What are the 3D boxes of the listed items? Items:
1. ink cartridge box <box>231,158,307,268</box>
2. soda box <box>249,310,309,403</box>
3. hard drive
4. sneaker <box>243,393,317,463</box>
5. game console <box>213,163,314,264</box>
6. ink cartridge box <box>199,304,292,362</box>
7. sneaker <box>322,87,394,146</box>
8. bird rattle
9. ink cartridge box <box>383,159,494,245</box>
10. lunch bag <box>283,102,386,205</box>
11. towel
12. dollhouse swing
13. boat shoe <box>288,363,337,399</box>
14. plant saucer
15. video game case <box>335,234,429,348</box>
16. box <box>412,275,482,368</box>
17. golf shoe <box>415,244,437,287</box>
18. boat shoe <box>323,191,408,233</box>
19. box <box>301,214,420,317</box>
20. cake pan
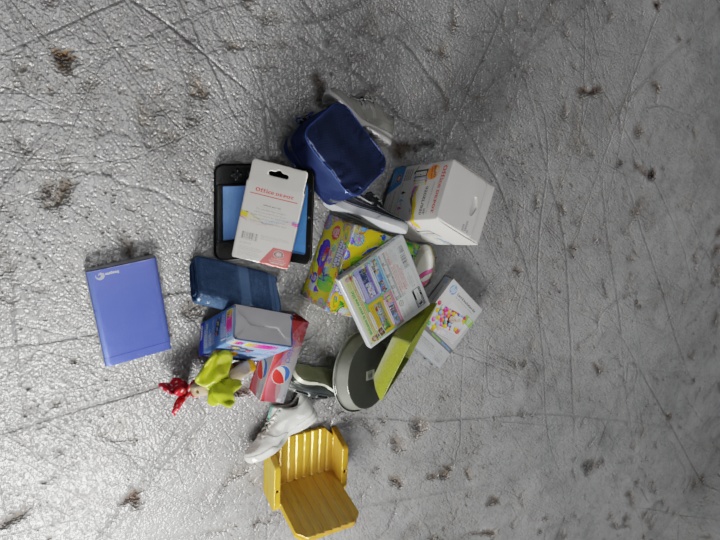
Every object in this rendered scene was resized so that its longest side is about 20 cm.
[{"bbox_3d":[-0.176,-0.116,1.288,0.116,0.068,0.200,14,106,-5],"label":"ink cartridge box"},{"bbox_3d":[-0.185,0.193,1.466,0.063,0.070,0.200,13,98,-34],"label":"soda box"},{"bbox_3d":[-0.456,0.079,1.285,0.132,0.025,0.200,-15,112,-28],"label":"hard drive"},{"bbox_3d":[-0.200,0.362,1.520,0.200,0.075,0.089,-35,109,-26],"label":"sneaker"},{"bbox_3d":[-0.200,-0.113,1.332,0.176,0.116,0.200,-6,108,-31],"label":"game console"},{"bbox_3d":[-0.248,0.139,1.359,0.136,0.200,0.076,14,67,-33],"label":"ink cartridge box"},{"bbox_3d":[-0.003,-0.349,1.422,0.200,0.075,0.082,27,76,-42],"label":"sneaker"},{"bbox_3d":[-0.306,0.237,1.351,0.163,0.200,0.113,-23,84,-51],"label":"bird rattle"},{"bbox_3d":[0.173,-0.151,1.489,0.145,0.200,0.147,25,76,-35],"label":"ink cartridge box"},{"bbox_3d":[-0.064,-0.242,1.355,0.136,0.132,0.200,-44,105,-27],"label":"lunch bag"},{"bbox_3d":[-0.260,0.040,1.352,0.200,0.112,0.049,17,137,-38],"label":"towel"},{"bbox_3d":[-0.106,0.503,1.551,0.200,0.176,0.182,-6,108,-30],"label":"dollhouse swing"},{"bbox_3d":[-0.105,0.276,1.547,0.066,0.075,0.199,-43,145,18],"label":"boat shoe"},{"bbox_3d":[0.099,0.183,1.559,0.200,0.048,0.200,-45,161,-55],"label":"plant saucer"},{"bbox_3d":[0.053,0.047,1.454,0.182,0.022,0.200,-35,122,-18],"label":"video game case"},{"bbox_3d":[0.218,0.137,1.724,0.200,0.041,0.156,-53,125,-9],"label":"box"},{"bbox_3d":[0.114,0.022,1.570,0.092,0.073,0.200,6,124,-33],"label":"golf shoe"},{"bbox_3d":[0.019,-0.141,1.435,0.068,0.200,0.072,-66,163,-9],"label":"boat shoe"},{"bbox_3d":[0.000,0.000,1.491,0.193,0.122,0.200,17,96,-35],"label":"box"},{"bbox_3d":[0.009,0.249,1.583,0.200,0.037,0.200,-10,102,-52],"label":"cake pan"}]
